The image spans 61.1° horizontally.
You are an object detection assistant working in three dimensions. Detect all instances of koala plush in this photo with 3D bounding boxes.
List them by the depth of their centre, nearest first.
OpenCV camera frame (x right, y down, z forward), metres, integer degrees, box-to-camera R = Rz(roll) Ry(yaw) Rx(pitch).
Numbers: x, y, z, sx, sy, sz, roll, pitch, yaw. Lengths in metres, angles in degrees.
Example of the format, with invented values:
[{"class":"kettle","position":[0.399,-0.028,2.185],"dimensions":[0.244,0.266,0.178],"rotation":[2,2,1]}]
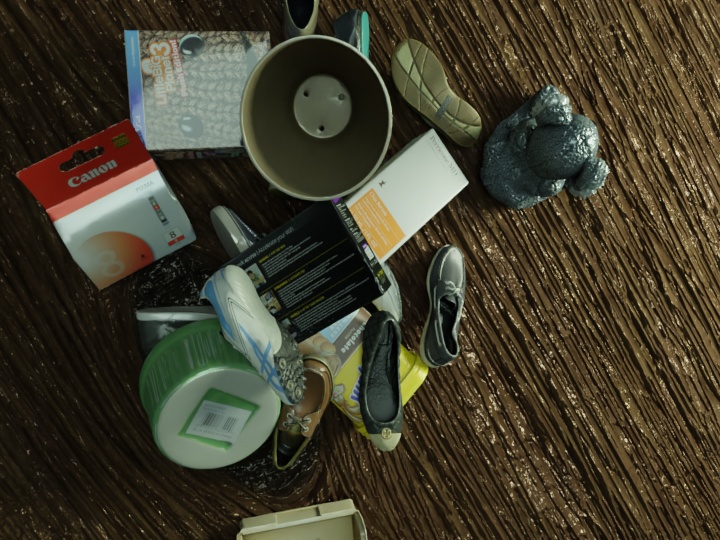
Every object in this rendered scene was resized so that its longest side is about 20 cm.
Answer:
[{"class":"koala plush","position":[0.291,-0.180,0.933],"dimensions":[0.181,0.200,0.180],"rotation":[-31,98,-8]}]

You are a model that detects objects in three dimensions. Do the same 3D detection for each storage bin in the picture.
[{"class":"storage bin","position":[-0.085,0.482,0.944],"dimensions":[0.194,0.094,0.205],"rotation":[-6,94,-10]}]

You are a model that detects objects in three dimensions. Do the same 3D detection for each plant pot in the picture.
[{"class":"plant pot","position":[-0.054,-0.212,0.818],"dimensions":[0.182,0.201,0.192],"rotation":[0,110,0]}]

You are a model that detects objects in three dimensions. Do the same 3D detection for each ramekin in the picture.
[{"class":"ramekin","position":[-0.206,0.180,0.861],"dimensions":[0.195,0.098,0.205],"rotation":[-12,123,-19]}]

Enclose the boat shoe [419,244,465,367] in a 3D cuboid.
[{"class":"boat shoe","position":[0.142,0.050,0.959],"dimensions":[0.071,0.062,0.205],"rotation":[21,68,-21]}]

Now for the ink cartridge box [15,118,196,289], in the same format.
[{"class":"ink cartridge box","position":[-0.333,-0.082,0.829],"dimensions":[0.160,0.202,0.051],"rotation":[-28,54,-9]}]

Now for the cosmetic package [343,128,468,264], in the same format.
[{"class":"cosmetic package","position":[0.053,-0.104,0.898],"dimensions":[0.199,0.071,0.102],"rotation":[-43,101,-19]}]

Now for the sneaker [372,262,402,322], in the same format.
[{"class":"sneaker","position":[0.000,0.000,0.957],"dimensions":[0.086,0.075,0.203],"rotation":[-31,90,0]}]

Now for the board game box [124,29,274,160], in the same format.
[{"class":"board game box","position":[-0.225,-0.249,0.878],"dimensions":[0.194,0.097,0.164],"rotation":[-5,94,-11]}]

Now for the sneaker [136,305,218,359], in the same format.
[{"class":"sneaker","position":[-0.232,0.108,0.912],"dimensions":[0.194,0.071,0.102],"rotation":[1,96,-7]}]

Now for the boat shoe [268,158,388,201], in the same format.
[{"class":"boat shoe","position":[-0.045,-0.144,0.937],"dimensions":[0.195,0.072,0.068],"rotation":[-2,88,-17]}]

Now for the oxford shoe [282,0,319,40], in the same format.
[{"class":"oxford shoe","position":[-0.087,-0.443,0.907],"dimensions":[0.068,0.075,0.206],"rotation":[-6,94,-10]}]

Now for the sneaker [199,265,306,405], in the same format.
[{"class":"sneaker","position":[-0.139,0.090,0.807],"dimensions":[0.072,0.072,0.203],"rotation":[-32,89,25]}]

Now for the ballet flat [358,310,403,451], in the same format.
[{"class":"ballet flat","position":[0.030,0.161,0.882],"dimensions":[0.064,0.057,0.206],"rotation":[-3,92,-8]}]

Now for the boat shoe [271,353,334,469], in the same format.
[{"class":"boat shoe","position":[-0.086,0.213,0.890],"dimensions":[0.070,0.069,0.203],"rotation":[16,125,0]}]

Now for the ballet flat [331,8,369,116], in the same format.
[{"class":"ballet flat","position":[-0.013,-0.291,0.940],"dimensions":[0.071,0.073,0.206],"rotation":[-8,100,-11]}]

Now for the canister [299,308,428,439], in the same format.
[{"class":"canister","position":[-0.014,0.136,0.946],"dimensions":[0.200,0.086,0.149],"rotation":[43,85,-9]}]

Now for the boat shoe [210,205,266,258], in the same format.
[{"class":"boat shoe","position":[-0.139,-0.027,0.928],"dimensions":[0.092,0.074,0.202],"rotation":[-37,99,-24]}]

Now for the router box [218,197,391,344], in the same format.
[{"class":"router box","position":[-0.077,0.009,0.836],"dimensions":[0.197,0.051,0.151],"rotation":[-30,94,19]}]

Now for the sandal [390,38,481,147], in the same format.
[{"class":"sandal","position":[0.115,-0.275,0.972],"dimensions":[0.199,0.054,0.081],"rotation":[40,90,-25]}]
